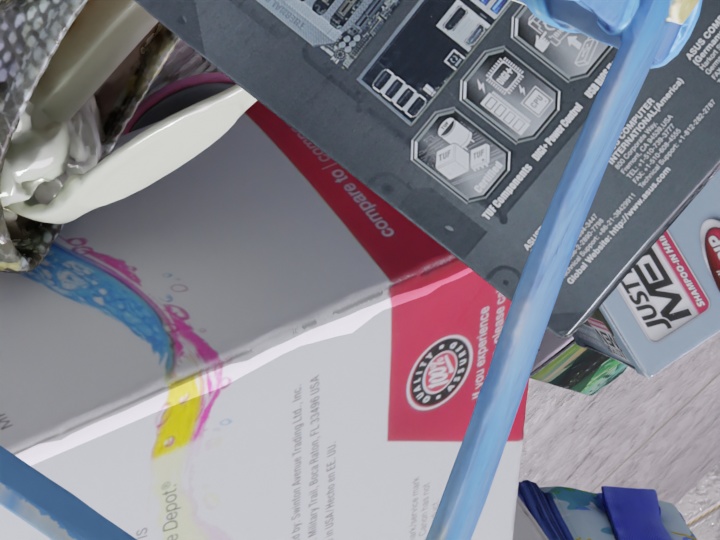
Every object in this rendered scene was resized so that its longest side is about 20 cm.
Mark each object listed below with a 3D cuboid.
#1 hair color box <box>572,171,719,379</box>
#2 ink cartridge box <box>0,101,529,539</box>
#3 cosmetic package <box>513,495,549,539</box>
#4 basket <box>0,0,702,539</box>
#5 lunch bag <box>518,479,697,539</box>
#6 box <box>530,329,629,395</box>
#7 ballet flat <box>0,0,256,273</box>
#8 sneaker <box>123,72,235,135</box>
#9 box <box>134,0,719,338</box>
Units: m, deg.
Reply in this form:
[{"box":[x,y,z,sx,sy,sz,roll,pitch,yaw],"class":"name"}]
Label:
[{"box":[0.149,-0.047,0.848,0.199,0.061,0.099,-34,-172,-4],"class":"hair color box"},{"box":[-0.061,0.049,0.629,0.199,0.086,0.148,-21,140,-23],"class":"ink cartridge box"},{"box":[-0.040,0.136,0.729,0.199,0.085,0.108,-23,153,-26],"class":"cosmetic package"},{"box":[-0.032,-0.069,0.358,0.201,0.175,0.139,-66,164,7],"class":"basket"},{"box":[0.079,0.165,0.880,0.200,0.082,0.162,-111,-149,-74],"class":"lunch bag"},{"box":[0.128,-0.008,1.059,0.144,0.036,0.200,-40,167,7],"class":"box"},{"box":[-0.029,-0.077,0.553,0.200,0.072,0.072,-48,166,10],"class":"ballet flat"},{"box":[-0.065,0.023,0.757,0.200,0.079,0.095,-49,178,19],"class":"sneaker"},{"box":[0.038,-0.112,0.446,0.200,0.157,0.051,-51,-174,19],"class":"box"}]
